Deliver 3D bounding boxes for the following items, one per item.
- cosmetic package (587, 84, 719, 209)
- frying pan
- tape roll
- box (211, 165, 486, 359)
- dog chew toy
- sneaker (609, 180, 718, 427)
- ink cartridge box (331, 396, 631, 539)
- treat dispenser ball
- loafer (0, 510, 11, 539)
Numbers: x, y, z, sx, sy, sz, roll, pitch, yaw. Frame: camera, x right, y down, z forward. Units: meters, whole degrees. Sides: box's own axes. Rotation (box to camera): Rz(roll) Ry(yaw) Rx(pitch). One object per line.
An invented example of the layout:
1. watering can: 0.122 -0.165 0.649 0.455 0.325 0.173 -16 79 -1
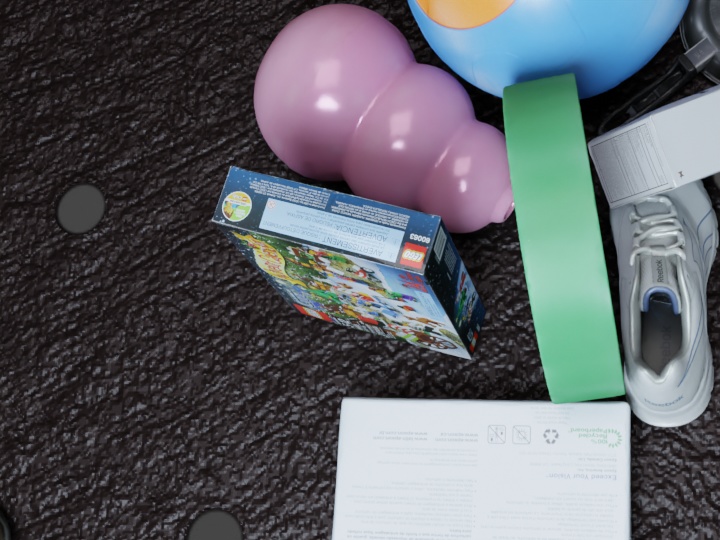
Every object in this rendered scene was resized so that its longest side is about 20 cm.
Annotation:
1. cosmetic package: 0.251 -0.100 0.892 0.198 0.082 0.051 -21 92 -21
2. frying pan: 0.248 -0.171 0.992 0.188 0.031 0.116 -13 70 6
3. tape roll: 0.128 -0.020 0.877 0.048 0.201 0.203 -10 70 10
4. box: 0.000 0.000 0.901 0.135 0.200 0.038 14 76 17
5. dog chew toy: 0.024 -0.098 0.975 0.199 0.125 0.125 33 82 13
6. sneaker: 0.201 -0.003 0.916 0.074 0.087 0.202 -7 70 13
7. ink cartridge box: 0.078 0.185 0.909 0.197 0.041 0.202 0 73 13
8. treat dispenser ball: 0.126 -0.214 0.940 0.198 0.201 0.203 -4 72 12
9. loafer: -0.341 0.167 0.998 0.198 0.071 0.074 22 79 19
